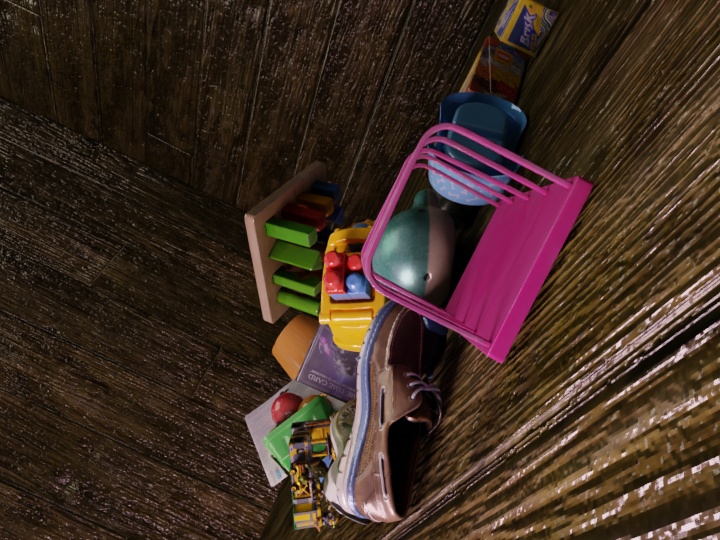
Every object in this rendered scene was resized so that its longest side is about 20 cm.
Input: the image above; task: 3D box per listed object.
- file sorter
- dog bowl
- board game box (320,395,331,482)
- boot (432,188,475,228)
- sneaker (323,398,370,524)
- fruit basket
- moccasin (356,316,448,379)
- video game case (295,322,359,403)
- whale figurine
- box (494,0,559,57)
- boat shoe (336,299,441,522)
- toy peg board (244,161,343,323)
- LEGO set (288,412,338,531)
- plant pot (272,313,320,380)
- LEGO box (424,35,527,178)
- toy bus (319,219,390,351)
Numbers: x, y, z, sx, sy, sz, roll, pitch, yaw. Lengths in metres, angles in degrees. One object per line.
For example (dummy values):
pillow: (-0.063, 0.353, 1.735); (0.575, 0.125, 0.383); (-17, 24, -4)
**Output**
file sorter: (0.076, -0.030, 0.467); (0.141, 0.124, 0.200); (-63, 2, 2)
dog bowl: (0.140, -0.151, 0.654); (0.202, 0.110, 0.050); (-68, -11, -45)
board game box: (-0.073, 0.340, 1.112); (0.197, 0.055, 0.202); (107, -176, -54)
boot: (0.155, -0.135, 0.821); (0.132, 0.067, 0.200); (-61, 9, 2)
sneaker: (0.014, 0.196, 0.620); (0.089, 0.076, 0.200); (-52, 10, 12)
fruit basket: (-0.116, 0.281, 1.001); (0.184, 0.094, 0.200); (-36, 27, -9)
moccasin: (0.036, 0.116, 0.629); (0.201, 0.079, 0.069); (115, 175, -59)
video game case: (-0.007, 0.119, 0.904); (0.203, 0.141, 0.019); (-66, 19, -11)
whale figurine: (0.067, -0.031, 0.717); (0.201, 0.102, 0.162); (-88, 1, -66)
box: (0.263, -0.401, 0.866); (0.201, 0.063, 0.071); (-70, 5, -61)
boat shoe: (0.039, 0.126, 0.496); (0.072, 0.072, 0.204); (-3, 70, 43)
toy peg board: (-0.075, -0.039, 0.869); (0.199, 0.096, 0.203); (-48, -35, -44)
LEGO set: (-0.047, 0.301, 0.822); (0.200, 0.114, 0.157); (106, 159, -75)
plant pot: (-0.111, 0.211, 1.316); (0.201, 0.182, 0.201); (-51, -13, -16)
LEGO box: (0.191, -0.258, 0.905); (0.201, 0.076, 0.150); (116, 178, -56)
toy bus: (0.000, 0.000, 0.783); (0.192, 0.133, 0.204); (51, -141, -61)
